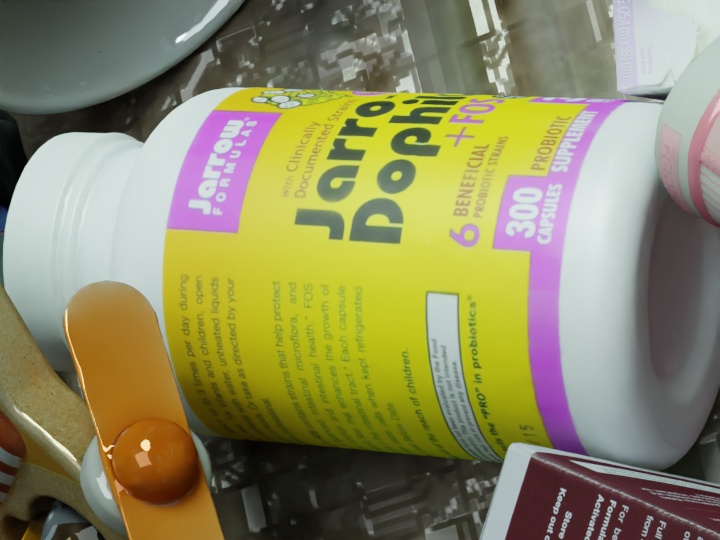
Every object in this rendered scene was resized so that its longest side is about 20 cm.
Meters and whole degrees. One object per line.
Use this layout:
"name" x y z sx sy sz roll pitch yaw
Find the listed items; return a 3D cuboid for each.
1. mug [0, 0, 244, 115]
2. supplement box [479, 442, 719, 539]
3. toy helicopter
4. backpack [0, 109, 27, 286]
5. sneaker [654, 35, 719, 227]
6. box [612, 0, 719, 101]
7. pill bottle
"mug" -0.137 -0.169 0.905 0.133 0.177 0.200 -47 59 11
"supplement box" 0.129 0.103 0.709 0.200 0.109 0.061 20 94 50
"toy helicopter" -0.092 0.038 0.796 0.079 0.200 0.132 -37 18 -28
"backpack" -0.178 0.042 0.892 0.167 0.127 0.200 -1 74 46
"sneaker" 0.181 -0.063 0.752 0.200 0.075 0.105 -40 44 -13
"box" 0.090 -0.147 0.799 0.039 0.041 0.200 -5 86 30
"pill bottle" 0.000 0.000 0.834 0.200 0.104 0.104 3 79 25
